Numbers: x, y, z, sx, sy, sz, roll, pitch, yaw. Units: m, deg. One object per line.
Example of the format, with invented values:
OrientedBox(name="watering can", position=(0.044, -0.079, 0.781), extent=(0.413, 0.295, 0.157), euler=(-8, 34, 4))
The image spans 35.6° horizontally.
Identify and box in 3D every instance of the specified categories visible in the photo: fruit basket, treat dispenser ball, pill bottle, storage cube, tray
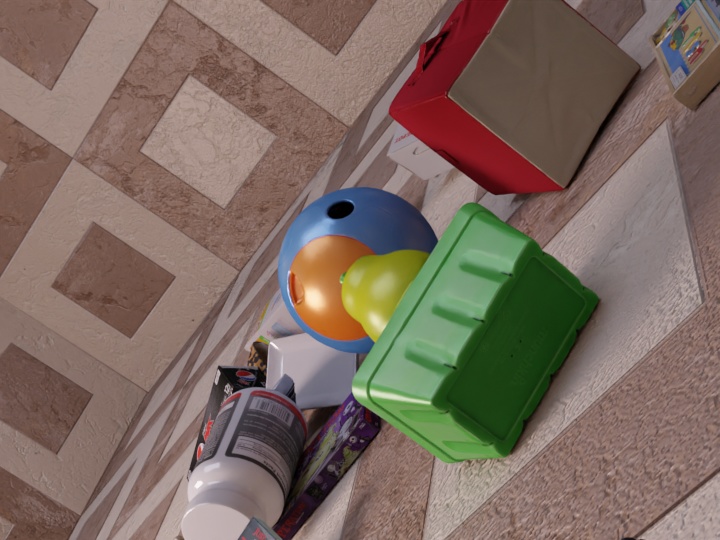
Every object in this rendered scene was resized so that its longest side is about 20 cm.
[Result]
OrientedBox(name="fruit basket", position=(0.075, 0.048, 0.978), extent=(0.216, 0.155, 0.216), euler=(-39, 28, 26))
OrientedBox(name="treat dispenser ball", position=(0.000, 0.000, 1.356), extent=(0.201, 0.201, 0.201), euler=(-53, 10, 14))
OrientedBox(name="pill bottle", position=(-0.138, 0.241, 1.328), extent=(0.116, 0.116, 0.200), euler=(-49, 12, 32))
OrientedBox(name="storage cube", position=(0.167, -0.202, 1.260), extent=(0.171, 0.200, 0.180), euler=(-56, 16, -8))
OrientedBox(name="tray", position=(-0.062, 0.136, 1.516), extent=(0.200, 0.022, 0.108), euler=(-15, 68, 48))

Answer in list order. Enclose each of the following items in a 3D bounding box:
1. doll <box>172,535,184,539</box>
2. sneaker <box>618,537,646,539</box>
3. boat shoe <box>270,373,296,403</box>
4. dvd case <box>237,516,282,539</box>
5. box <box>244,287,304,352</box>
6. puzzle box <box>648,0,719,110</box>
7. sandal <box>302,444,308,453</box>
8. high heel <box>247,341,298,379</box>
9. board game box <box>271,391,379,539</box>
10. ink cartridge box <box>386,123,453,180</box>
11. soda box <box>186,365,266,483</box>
OrientedBox(name="doll", position=(-0.236, 0.419, 1.479), extent=(0.200, 0.048, 0.137), euler=(155, 116, -71))
OrientedBox(name="sneaker", position=(0.125, 0.218, 0.515), extent=(0.200, 0.077, 0.080), euler=(-62, -8, -54))
OrientedBox(name="boat shoe", position=(-0.106, 0.208, 1.490), extent=(0.072, 0.068, 0.200), euler=(-53, -9, -39))
OrientedBox(name="dvd case", position=(-0.123, 0.364, 1.113), extent=(0.146, 0.022, 0.200), euler=(27, 84, 52))
OrientedBox(name="box", position=(-0.081, 0.068, 1.765), extent=(0.200, 0.112, 0.101), euler=(-47, 15, 42))
OrientedBox(name="puzzle box", position=(0.336, -0.238, 1.059), extent=(0.133, 0.025, 0.200), euler=(-50, 11, 25))
OrientedBox(name="sandal", position=(-0.136, 0.297, 1.481), extent=(0.212, 0.078, 0.070), euler=(-47, -13, 12))
OrientedBox(name="high heel", position=(-0.108, 0.126, 1.641), extent=(0.200, 0.071, 0.143), euler=(-52, 52, 43))
OrientedBox(name="board game box", position=(-0.044, 0.227, 1.339), extent=(0.200, 0.032, 0.120), euler=(-53, 6, 16))
OrientedBox(name="ink cartridge box", position=(0.137, -0.254, 1.726), extent=(0.144, 0.085, 0.200), euler=(-19, 44, 56))
OrientedBox(name="soda box", position=(-0.194, 0.241, 1.650), extent=(0.063, 0.071, 0.200), euler=(45, 123, 51))
